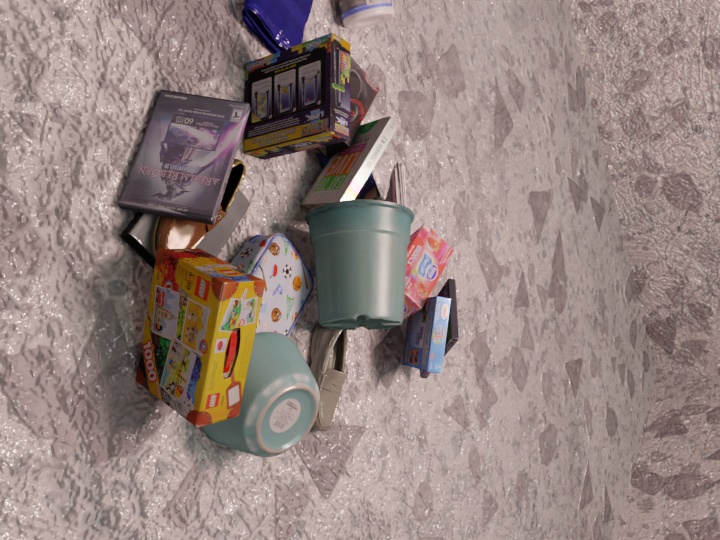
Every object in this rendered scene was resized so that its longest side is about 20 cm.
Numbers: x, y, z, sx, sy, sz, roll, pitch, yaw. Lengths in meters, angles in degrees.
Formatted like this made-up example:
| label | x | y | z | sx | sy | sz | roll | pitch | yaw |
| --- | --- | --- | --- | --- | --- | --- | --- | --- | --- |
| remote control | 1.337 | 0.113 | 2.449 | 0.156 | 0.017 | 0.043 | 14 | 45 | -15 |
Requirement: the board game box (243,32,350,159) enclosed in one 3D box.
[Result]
| label | x | y | z | sx | sy | sz | roll | pitch | yaw |
| --- | --- | --- | --- | --- | --- | --- | --- | --- | --- |
| board game box | -0.109 | -0.288 | 1.089 | 0.057 | 0.199 | 0.167 | 6 | 82 | -53 |

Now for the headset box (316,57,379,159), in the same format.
| label | x | y | z | sx | sy | sz | roll | pitch | yaw |
| --- | --- | --- | --- | --- | --- | --- | --- | --- | --- |
| headset box | -0.058 | -0.342 | 1.242 | 0.149 | 0.075 | 0.201 | 43 | 53 | -25 |

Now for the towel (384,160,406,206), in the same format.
| label | x | y | z | sx | sy | sz | roll | pitch | yaw |
| --- | --- | --- | --- | --- | --- | --- | --- | --- | --- |
| towel | 0.074 | -0.120 | 1.343 | 0.200 | 0.024 | 0.148 | 103 | -15 | -73 |

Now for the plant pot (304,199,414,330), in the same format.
| label | x | y | z | sx | sy | sz | roll | pitch | yaw |
| --- | --- | --- | --- | --- | --- | --- | --- | --- | --- |
| plant pot | 0.000 | 0.000 | 1.144 | 0.200 | 0.199 | 0.198 | 15 | 71 | -51 |

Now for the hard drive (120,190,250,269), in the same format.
| label | x | y | z | sx | sy | sz | roll | pitch | yaw |
| --- | --- | --- | --- | --- | --- | --- | --- | --- | --- |
| hard drive | -0.264 | -0.080 | 0.997 | 0.140 | 0.033 | 0.201 | 53 | 48 | -35 |

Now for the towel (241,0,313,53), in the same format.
| label | x | y | z | sx | sy | sz | roll | pitch | yaw |
| --- | --- | --- | --- | --- | --- | --- | --- | --- | --- |
| towel | -0.150 | -0.504 | 1.189 | 0.148 | 0.049 | 0.201 | 42 | 54 | -51 |

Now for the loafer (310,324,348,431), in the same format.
| label | x | y | z | sx | sy | sz | roll | pitch | yaw |
| --- | --- | --- | --- | --- | --- | --- | --- | --- | --- |
| loafer | -0.058 | 0.199 | 1.205 | 0.070 | 0.069 | 0.202 | 13 | 76 | -51 |

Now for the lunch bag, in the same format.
| label | x | y | z | sx | sy | sz | roll | pitch | yaw |
| --- | --- | --- | --- | --- | --- | --- | --- | --- | --- |
| lunch bag | -0.163 | 0.048 | 1.084 | 0.161 | 0.075 | 0.201 | 60 | 44 | -36 |

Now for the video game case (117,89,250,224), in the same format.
| label | x | y | z | sx | sy | sz | roll | pitch | yaw |
| --- | --- | --- | --- | --- | --- | --- | --- | --- | --- |
| video game case | -0.255 | -0.170 | 0.942 | 0.019 | 0.142 | 0.201 | 86 | 15 | -67 |

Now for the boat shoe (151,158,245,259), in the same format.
| label | x | y | z | sx | sy | sz | roll | pitch | yaw |
| --- | --- | --- | --- | --- | --- | --- | --- | --- | --- |
| boat shoe | -0.237 | -0.095 | 0.950 | 0.072 | 0.068 | 0.201 | 49 | 51 | -39 |

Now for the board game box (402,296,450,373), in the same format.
| label | x | y | z | sx | sy | sz | roll | pitch | yaw |
| --- | --- | --- | --- | --- | --- | --- | --- | --- | --- |
| board game box | 0.137 | 0.135 | 1.376 | 0.036 | 0.200 | 0.153 | 9 | 84 | -11 |

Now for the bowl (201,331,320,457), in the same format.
| label | x | y | z | sx | sy | sz | roll | pitch | yaw |
| --- | --- | --- | --- | --- | --- | --- | --- | --- | --- |
| bowl | -0.141 | 0.210 | 1.008 | 0.200 | 0.105 | 0.202 | -22 | 124 | -36 |

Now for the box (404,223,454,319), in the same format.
| label | x | y | z | sx | sy | sz | roll | pitch | yaw |
| --- | --- | --- | --- | --- | --- | --- | --- | --- | --- |
| box | 0.109 | 0.007 | 1.402 | 0.095 | 0.103 | 0.200 | 42 | 48 | -8 |

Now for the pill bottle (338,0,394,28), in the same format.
| label | x | y | z | sx | sy | sz | roll | pitch | yaw |
| --- | --- | --- | --- | --- | --- | --- | --- | --- | --- |
| pill bottle | -0.002 | -0.621 | 1.339 | 0.114 | 0.113 | 0.202 | -25 | 105 | -51 |

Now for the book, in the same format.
| label | x | y | z | sx | sy | sz | roll | pitch | yaw |
| --- | --- | --- | --- | --- | --- | --- | --- | --- | --- |
| book | -0.017 | -0.193 | 1.211 | 0.048 | 0.133 | 0.201 | 39 | 70 | -27 |

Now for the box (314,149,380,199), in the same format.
| label | x | y | z | sx | sy | sz | roll | pitch | yaw |
| --- | --- | --- | --- | --- | --- | --- | --- | --- | --- |
| box | -0.018 | -0.187 | 1.336 | 0.121 | 0.032 | 0.201 | -46 | 123 | -45 |

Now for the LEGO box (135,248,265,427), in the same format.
| label | x | y | z | sx | sy | sz | roll | pitch | yaw |
| --- | --- | --- | --- | --- | --- | --- | --- | --- | --- |
| LEGO box | -0.223 | 0.086 | 0.885 | 0.077 | 0.148 | 0.202 | -4 | 111 | -52 |

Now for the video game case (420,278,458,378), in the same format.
| label | x | y | z | sx | sy | sz | roll | pitch | yaw |
| --- | --- | --- | --- | --- | --- | --- | --- | --- | --- |
| video game case | 0.168 | 0.130 | 1.408 | 0.019 | 0.200 | 0.144 | 10 | 56 | -11 |
